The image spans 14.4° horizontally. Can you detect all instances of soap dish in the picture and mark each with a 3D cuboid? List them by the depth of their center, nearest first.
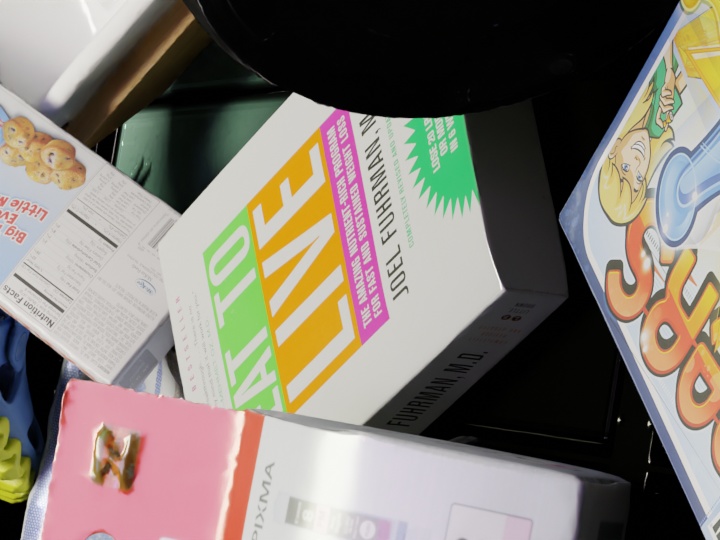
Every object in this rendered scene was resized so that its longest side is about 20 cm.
[{"bbox_3d":[-0.102,-0.155,1.162,0.200,0.081,0.158,-41,71,54],"label":"soap dish"}]

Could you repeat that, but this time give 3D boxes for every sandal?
[{"bbox_3d":[-0.167,0.037,1.240,0.200,0.079,0.087,92,-158,-66],"label":"sandal"}]

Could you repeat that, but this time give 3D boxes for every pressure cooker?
[{"bbox_3d":[0.014,-0.168,0.870,0.176,0.179,0.200,-24,50,18],"label":"pressure cooker"}]

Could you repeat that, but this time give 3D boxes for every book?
[{"bbox_3d":[0.000,0.000,0.987,0.200,0.048,0.134,-47,44,47],"label":"book"}]

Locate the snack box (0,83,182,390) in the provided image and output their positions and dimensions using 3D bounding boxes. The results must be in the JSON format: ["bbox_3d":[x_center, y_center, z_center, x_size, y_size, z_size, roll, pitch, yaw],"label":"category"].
[{"bbox_3d":[-0.145,-0.031,1.153,0.200,0.024,0.072,36,81,25],"label":"snack box"}]

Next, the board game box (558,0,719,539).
[{"bbox_3d":[0.121,-0.001,0.733,0.135,0.034,0.200,-63,29,31],"label":"board game box"}]

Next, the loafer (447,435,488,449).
[{"bbox_3d":[-0.007,0.134,0.929,0.070,0.068,0.201,46,121,16],"label":"loafer"}]

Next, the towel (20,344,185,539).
[{"bbox_3d":[-0.093,0.089,1.165,0.200,0.024,0.147,28,106,64],"label":"towel"}]

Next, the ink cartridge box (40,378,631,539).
[{"bbox_3d":[-0.028,0.125,0.859,0.200,0.057,0.163,9,89,23],"label":"ink cartridge box"}]
